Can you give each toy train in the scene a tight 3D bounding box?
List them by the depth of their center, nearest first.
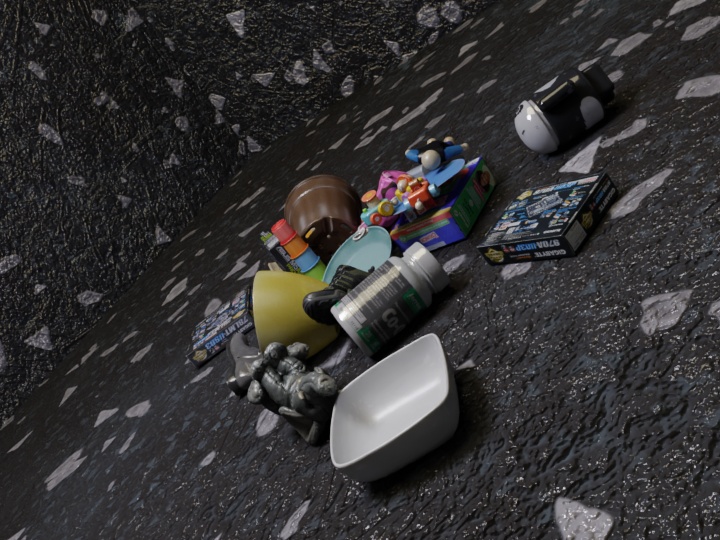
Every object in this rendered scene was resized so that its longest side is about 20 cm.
[{"bbox_3d":[0.061,-0.136,1.454,0.199,0.056,0.150,-28,16,27],"label":"toy train"}]

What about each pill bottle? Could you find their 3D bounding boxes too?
[{"bbox_3d":[0.055,0.048,1.349,0.200,0.113,0.113,-41,19,-3],"label":"pill bottle"}]

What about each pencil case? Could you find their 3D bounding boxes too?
[{"bbox_3d":[0.047,-0.127,1.677,0.201,0.093,0.091,-64,26,24],"label":"pencil case"}]

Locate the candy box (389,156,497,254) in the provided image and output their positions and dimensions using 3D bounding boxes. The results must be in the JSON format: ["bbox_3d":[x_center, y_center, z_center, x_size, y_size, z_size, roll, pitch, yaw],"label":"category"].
[{"bbox_3d":[0.173,-0.130,1.586,0.168,0.077,0.201,-20,29,43],"label":"candy box"}]

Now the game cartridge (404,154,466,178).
[{"bbox_3d":[0.160,-0.226,1.768,0.133,0.042,0.199,-28,-4,39],"label":"game cartridge"}]

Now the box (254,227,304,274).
[{"bbox_3d":[-0.177,-0.021,1.852,0.044,0.160,0.200,-42,19,-6],"label":"box"}]

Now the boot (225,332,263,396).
[{"bbox_3d":[-0.221,0.180,1.650,0.131,0.070,0.200,-33,31,9],"label":"boot"}]

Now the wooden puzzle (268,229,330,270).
[{"bbox_3d":[-0.174,-0.064,2.115,0.200,0.046,0.185,-39,19,-1],"label":"wooden puzzle"}]

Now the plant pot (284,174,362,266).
[{"bbox_3d":[-0.082,-0.102,1.836,0.200,0.201,0.199,-35,26,11],"label":"plant pot"}]

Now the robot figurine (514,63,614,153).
[{"bbox_3d":[0.405,-0.324,1.521,0.199,0.150,0.125,-35,32,11],"label":"robot figurine"}]

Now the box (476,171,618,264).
[{"bbox_3d":[0.310,-0.084,1.280,0.159,0.046,0.199,-49,21,-27],"label":"box"}]

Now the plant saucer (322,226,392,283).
[{"bbox_3d":[0.000,0.000,1.608,0.199,0.036,0.201,-31,39,29],"label":"plant saucer"}]

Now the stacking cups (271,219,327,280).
[{"bbox_3d":[-0.120,-0.031,1.709,0.060,0.201,0.061,-32,19,12],"label":"stacking cups"}]

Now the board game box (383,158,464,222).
[{"bbox_3d":[0.134,-0.153,1.540,0.199,0.039,0.158,-35,14,-3],"label":"board game box"}]

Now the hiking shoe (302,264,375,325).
[{"bbox_3d":[-0.035,0.040,1.441,0.199,0.101,0.076,-7,-44,-37],"label":"hiking shoe"}]

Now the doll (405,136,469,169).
[{"bbox_3d":[0.165,-0.253,1.622,0.135,0.049,0.200,-3,16,16],"label":"doll"}]

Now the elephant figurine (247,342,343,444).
[{"bbox_3d":[-0.084,0.209,1.240,0.199,0.155,0.143,23,99,41],"label":"elephant figurine"}]

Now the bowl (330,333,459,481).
[{"bbox_3d":[0.055,0.201,1.067,0.199,0.075,0.200,-33,20,14],"label":"bowl"}]

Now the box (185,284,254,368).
[{"bbox_3d":[-0.356,0.143,1.984,0.199,0.050,0.199,-37,20,6],"label":"box"}]

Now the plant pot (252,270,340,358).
[{"bbox_3d":[-0.118,0.090,1.502,0.141,0.202,0.200,-8,24,5],"label":"plant pot"}]
